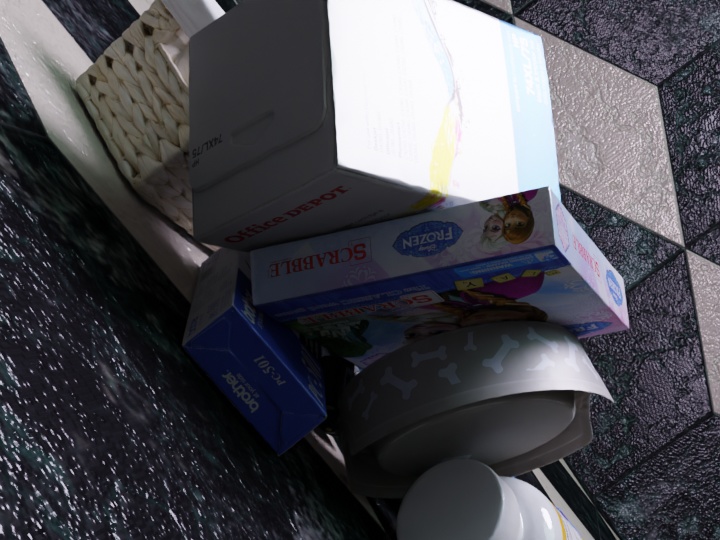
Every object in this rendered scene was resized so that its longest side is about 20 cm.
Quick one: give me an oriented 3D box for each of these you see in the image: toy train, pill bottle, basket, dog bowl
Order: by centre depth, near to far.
[{"bbox_3d":[0.075,0.098,0.939,0.200,0.199,0.059,43,31,-61],"label":"dog bowl"},{"bbox_3d":[0.109,0.219,0.970,0.200,0.112,0.113,49,8,-41],"label":"pill bottle"},{"bbox_3d":[-0.012,0.026,1.025,0.046,0.034,0.202,35,56,-56],"label":"toy train"},{"bbox_3d":[-0.110,-0.105,1.040,0.136,0.123,0.200,57,6,30],"label":"basket"}]

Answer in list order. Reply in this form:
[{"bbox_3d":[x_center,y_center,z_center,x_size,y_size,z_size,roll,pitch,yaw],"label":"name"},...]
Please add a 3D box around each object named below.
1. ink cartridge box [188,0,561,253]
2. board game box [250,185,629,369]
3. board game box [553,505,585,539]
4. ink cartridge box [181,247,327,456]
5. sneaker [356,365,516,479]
[{"bbox_3d":[0.008,-0.088,0.879,0.199,0.146,0.147,12,67,-40],"label":"ink cartridge box"},{"bbox_3d":[0.059,0.014,0.893,0.199,0.198,0.042,34,48,-61],"label":"board game box"},{"bbox_3d":[0.155,0.253,1.178,0.152,0.045,0.200,17,-26,52],"label":"board game box"},{"bbox_3d":[-0.069,0.042,0.909,0.094,0.044,0.200,51,7,-13],"label":"ink cartridge box"},{"bbox_3d":[0.056,0.150,1.058,0.200,0.066,0.078,41,-2,12],"label":"sneaker"}]
